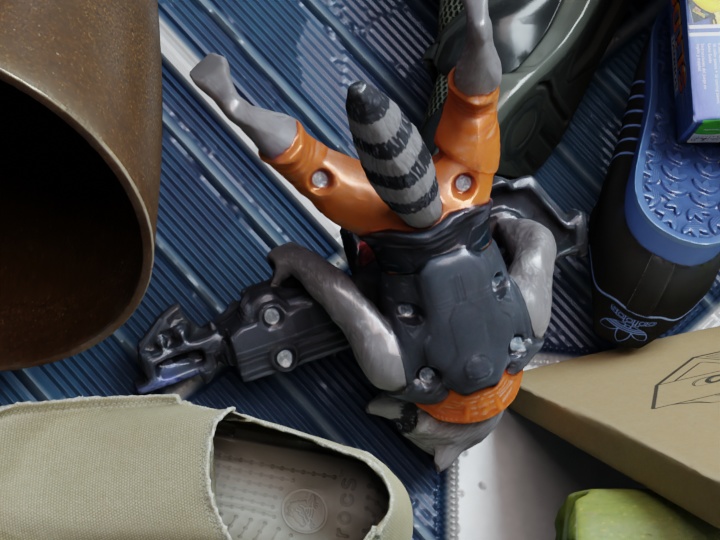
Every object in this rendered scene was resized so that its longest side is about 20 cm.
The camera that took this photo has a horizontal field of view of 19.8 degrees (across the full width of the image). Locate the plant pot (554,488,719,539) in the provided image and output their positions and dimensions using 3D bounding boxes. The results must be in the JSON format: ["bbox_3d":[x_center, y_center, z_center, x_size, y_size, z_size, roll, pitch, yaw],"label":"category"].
[{"bbox_3d":[0.160,0.156,0.768,0.184,0.200,0.201,7,65,2],"label":"plant pot"}]

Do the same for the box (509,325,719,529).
[{"bbox_3d":[0.169,0.054,0.805,0.163,0.200,0.021,-10,103,-17],"label":"box"}]

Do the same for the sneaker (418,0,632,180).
[{"bbox_3d":[0.050,-0.113,0.913,0.114,0.076,0.200,23,79,22],"label":"sneaker"}]

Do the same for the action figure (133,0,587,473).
[{"bbox_3d":[0.000,0.000,0.805,0.200,0.105,0.194,-25,119,-5],"label":"action figure"}]

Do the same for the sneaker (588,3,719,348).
[{"bbox_3d":[0.140,-0.050,0.910,0.070,0.078,0.200,26,43,2],"label":"sneaker"}]

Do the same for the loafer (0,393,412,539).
[{"bbox_3d":[-0.072,0.082,0.797,0.200,0.068,0.076,4,66,-11],"label":"loafer"}]

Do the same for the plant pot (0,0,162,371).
[{"bbox_3d":[-0.152,-0.096,0.809,0.187,0.187,0.200,16,50,-6],"label":"plant pot"}]

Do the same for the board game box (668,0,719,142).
[{"bbox_3d":[0.194,-0.155,0.858,0.135,0.034,0.200,-1,79,-3],"label":"board game box"}]
